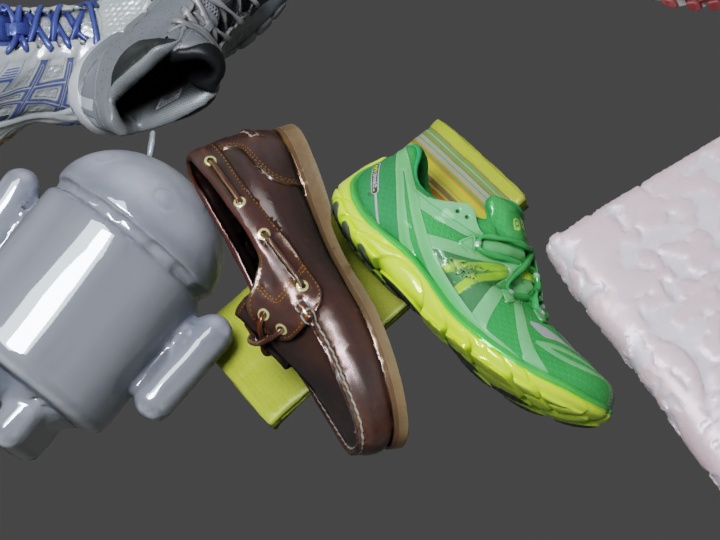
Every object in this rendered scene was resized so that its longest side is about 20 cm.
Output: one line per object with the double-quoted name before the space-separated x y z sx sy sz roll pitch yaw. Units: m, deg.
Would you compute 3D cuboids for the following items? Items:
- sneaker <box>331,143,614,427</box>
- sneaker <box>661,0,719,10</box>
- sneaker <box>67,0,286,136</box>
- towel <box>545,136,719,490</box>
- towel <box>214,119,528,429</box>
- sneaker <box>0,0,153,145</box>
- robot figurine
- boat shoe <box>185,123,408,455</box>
"sneaker" 0.068 0.004 0.892 0.084 0.074 0.200 -44 71 -2
"sneaker" 0.242 -0.219 0.969 0.199 0.078 0.082 -19 34 13
"sneaker" -0.087 -0.150 1.002 0.200 0.075 0.115 -47 25 -5
"towel" 0.228 0.014 0.861 0.190 0.032 0.200 -30 61 -8
"towel" 0.000 0.000 0.963 0.200 0.018 0.086 -41 57 -4
"sneaker" -0.213 -0.137 1.054 0.199 0.088 0.076 -24 59 4
"robot figurine" -0.157 0.012 0.949 0.169 0.113 0.200 37 80 7
"boat shoe" -0.038 0.014 0.900 0.070 0.070 0.201 -14 67 -25
